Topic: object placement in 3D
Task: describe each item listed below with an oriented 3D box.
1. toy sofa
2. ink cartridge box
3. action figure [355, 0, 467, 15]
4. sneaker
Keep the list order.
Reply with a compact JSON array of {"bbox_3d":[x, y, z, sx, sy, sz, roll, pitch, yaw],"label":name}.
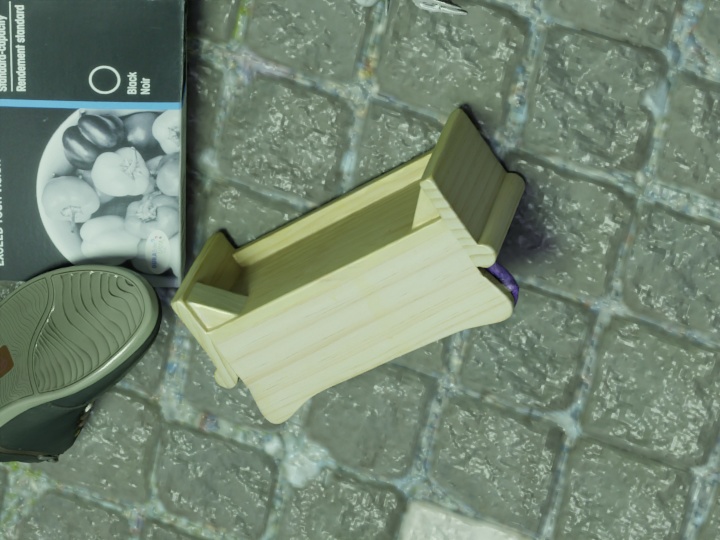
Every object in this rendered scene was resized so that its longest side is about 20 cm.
[{"bbox_3d":[0.000,0.000,1.690,0.199,0.083,0.098,-26,111,29],"label":"toy sofa"},{"bbox_3d":[-0.199,-0.085,1.701,0.199,0.043,0.199,2,123,-1],"label":"ink cartridge box"},{"bbox_3d":[0.029,-0.220,1.573,0.129,0.070,0.201,19,126,0],"label":"action figure"},{"bbox_3d":[-0.178,0.057,1.774,0.199,0.106,0.075,-29,70,29],"label":"sneaker"}]
